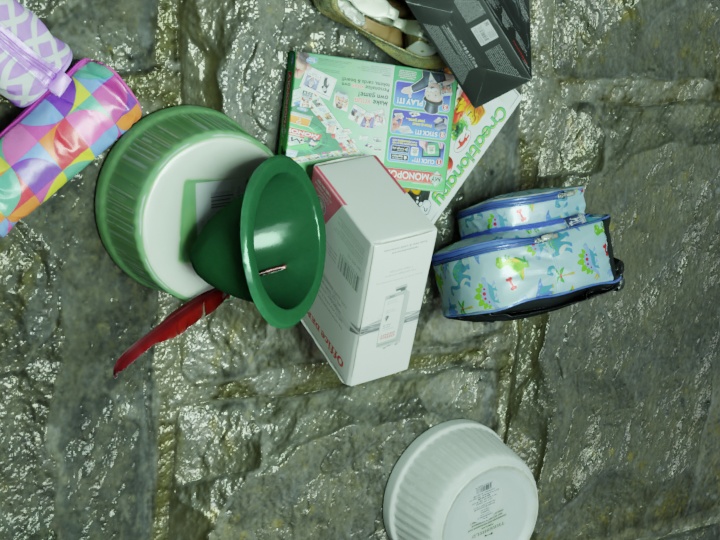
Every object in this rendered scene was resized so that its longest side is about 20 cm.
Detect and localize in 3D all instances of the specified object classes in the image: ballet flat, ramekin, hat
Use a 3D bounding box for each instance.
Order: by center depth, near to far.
[{"bbox_3d":[-0.151,-0.018,1.217,0.200,0.174,0.168,-52,133,-55],"label":"hat"},{"bbox_3d":[-0.166,-0.064,1.263,0.198,0.097,0.203,-10,110,-30],"label":"ramekin"},{"bbox_3d":[0.039,-0.273,1.330,0.198,0.071,0.072,21,93,-25],"label":"ballet flat"},{"bbox_3d":[0.137,0.305,1.573,0.198,0.105,0.203,-10,110,-29],"label":"ramekin"}]

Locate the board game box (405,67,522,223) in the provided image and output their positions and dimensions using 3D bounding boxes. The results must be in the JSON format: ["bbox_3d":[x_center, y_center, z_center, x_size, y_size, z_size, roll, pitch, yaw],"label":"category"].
[{"bbox_3d":[0.093,-0.167,1.437,0.126,0.034,0.201,40,82,-34],"label":"board game box"}]

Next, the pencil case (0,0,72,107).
[{"bbox_3d":[-0.353,-0.234,1.098,0.200,0.085,0.085,40,71,-36],"label":"pencil case"}]

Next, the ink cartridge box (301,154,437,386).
[{"bbox_3d":[0.000,0.000,1.327,0.082,0.147,0.202,-13,134,-26],"label":"ink cartridge box"}]

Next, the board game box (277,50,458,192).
[{"bbox_3d":[0.009,-0.164,1.357,0.197,0.029,0.137,5,97,-22],"label":"board game box"}]

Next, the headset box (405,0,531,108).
[{"bbox_3d":[0.121,-0.300,1.330,0.077,0.201,0.149,-24,123,23],"label":"headset box"}]

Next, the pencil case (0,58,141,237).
[{"bbox_3d":[-0.305,-0.120,1.168,0.200,0.088,0.089,-43,123,-16],"label":"pencil case"}]

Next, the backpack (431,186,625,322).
[{"bbox_3d":[0.186,-0.018,1.462,0.198,0.183,0.149,-15,90,-24],"label":"backpack"}]
